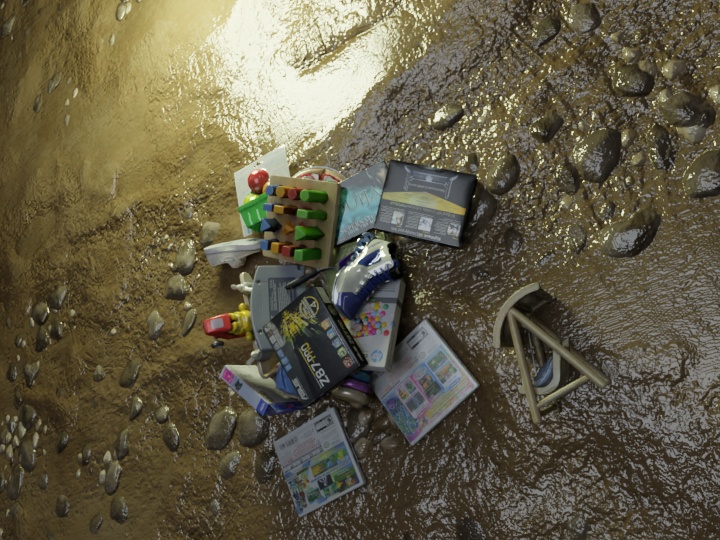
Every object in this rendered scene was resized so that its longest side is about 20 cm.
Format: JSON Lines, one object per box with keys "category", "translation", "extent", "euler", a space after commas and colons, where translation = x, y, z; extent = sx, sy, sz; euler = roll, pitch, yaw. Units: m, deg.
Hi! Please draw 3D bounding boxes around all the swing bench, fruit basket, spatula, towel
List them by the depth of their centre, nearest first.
{"category": "swing bench", "translation": [0.328, 0.143, 0.911], "extent": [0.129, 0.198, 0.202], "euler": [-36, 66, 19]}
{"category": "spatula", "translation": [-0.083, 0.002, 1.178], "extent": [0.198, 0.057, 0.021], "euler": [-22, 59, 5]}
{"category": "towel", "translation": [0.000, 0.000, 1.215], "extent": [0.198, 0.036, 0.150], "euler": [-21, 73, 24]}
{"category": "fruit basket", "translation": [-0.256, -0.211, 1.374], "extent": [0.183, 0.093, 0.203], "euler": [-23, 63, 24]}

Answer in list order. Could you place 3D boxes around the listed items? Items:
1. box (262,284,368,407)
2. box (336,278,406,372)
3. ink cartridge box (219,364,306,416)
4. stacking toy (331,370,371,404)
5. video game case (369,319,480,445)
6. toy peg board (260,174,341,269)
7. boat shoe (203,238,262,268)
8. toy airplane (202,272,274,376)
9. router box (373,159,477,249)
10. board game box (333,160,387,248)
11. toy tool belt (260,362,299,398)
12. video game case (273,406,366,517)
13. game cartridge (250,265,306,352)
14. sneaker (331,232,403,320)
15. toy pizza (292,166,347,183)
{"category": "box", "translation": [-0.099, 0.157, 1.080], "extent": [0.161, 0.049, 0.201], "euler": [-39, 71, 19]}
{"category": "box", "translation": [0.008, 0.113, 1.117], "extent": [0.154, 0.041, 0.203], "euler": [0, 65, 28]}
{"category": "ink cartridge box", "translation": [-0.239, 0.298, 1.252], "extent": [0.199, 0.119, 0.042], "euler": [29, 95, 30]}
{"category": "stacking toy", "translation": [0.001, 0.192, 1.151], "extent": [0.084, 0.085, 0.202], "euler": [4, 66, 30]}
{"category": "video game case", "translation": [0.128, 0.241, 1.109], "extent": [0.200, 0.024, 0.183], "euler": [-46, 63, 15]}
{"category": "toy peg board", "translation": [-0.163, -0.116, 1.198], "extent": [0.197, 0.097, 0.203], "euler": [12, 99, 27]}
{"category": "boat shoe", "translation": [-0.342, -0.042, 1.406], "extent": [0.197, 0.071, 0.071], "euler": [-7, 106, 25]}
{"category": "toy airplane", "translation": [-0.259, 0.128, 1.252], "extent": [0.200, 0.200, 0.141], "euler": [43, 135, -14]}
{"category": "router box", "translation": [0.143, -0.145, 1.125], "extent": [0.197, 0.052, 0.159], "euler": [15, 89, 17]}
{"category": "board game box", "translation": [-0.005, -0.155, 1.211], "extent": [0.198, 0.028, 0.137], "euler": [-25, 84, 12]}
{"category": "toy tool belt", "translation": [-0.122, 0.245, 1.190], "extent": [0.198, 0.122, 0.127], "euler": [-3, 87, 29]}
{"category": "video game case", "translation": [-0.100, 0.450, 1.206], "extent": [0.199, 0.022, 0.184], "euler": [-34, 67, 20]}
{"category": "game cartridge", "translation": [-0.188, 0.086, 1.187], "extent": [0.041, 0.131, 0.203], "euler": [127, 140, -63]}
{"category": "sneaker", "translation": [0.025, 0.009, 1.091], "extent": [0.114, 0.081, 0.201], "euler": [10, 64, 34]}
{"category": "toy pizza", "translation": [-0.108, -0.160, 1.265], "extent": [0.197, 0.032, 0.203], "euler": [-1, 86, 8]}
